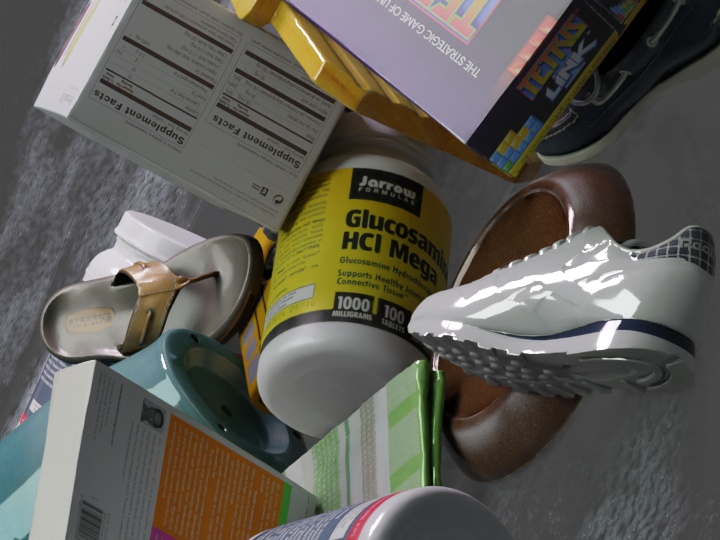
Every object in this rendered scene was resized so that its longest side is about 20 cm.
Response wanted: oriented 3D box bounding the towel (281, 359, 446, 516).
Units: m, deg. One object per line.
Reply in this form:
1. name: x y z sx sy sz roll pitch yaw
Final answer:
1. towel: 0.003 0.157 1.549 0.200 0.031 0.150 -42 43 53

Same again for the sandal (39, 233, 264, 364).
1. sandal: -0.155 0.021 1.813 0.200 0.055 0.082 -9 72 32

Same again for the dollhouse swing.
1. dollhouse swing: 0.046 -0.176 1.599 0.176 0.200 0.182 31 97 61

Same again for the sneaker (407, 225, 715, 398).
1. sneaker: 0.109 0.019 1.376 0.200 0.076 0.081 -1 68 46

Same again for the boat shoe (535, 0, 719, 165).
1. boat shoe: 0.148 -0.122 1.463 0.200 0.062 0.075 -32 36 53

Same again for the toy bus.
1. toy bus: -0.041 0.041 1.765 0.078 0.065 0.200 -58 22 22

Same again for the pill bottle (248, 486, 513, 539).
1. pill bottle: -0.013 0.192 1.406 0.200 0.119 0.120 -20 49 48

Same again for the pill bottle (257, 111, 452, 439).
1. pill bottle: 0.000 0.000 1.638 0.112 0.112 0.200 -44 30 46

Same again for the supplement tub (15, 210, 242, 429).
1. supplement tub: -0.161 0.071 1.924 0.200 0.140 0.140 -65 20 5

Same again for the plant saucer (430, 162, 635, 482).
1. plant saucer: 0.092 0.025 1.500 0.200 0.032 0.201 -50 27 36

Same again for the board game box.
1. board game box: 0.061 -0.174 1.431 0.165 0.057 0.200 -53 51 5

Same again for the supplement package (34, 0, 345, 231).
1. supplement package: -0.114 -0.115 1.690 0.111 0.155 0.200 -62 14 -2

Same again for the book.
1. book: -0.109 0.156 1.498 0.048 0.200 0.134 -16 53 33

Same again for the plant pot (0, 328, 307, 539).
1. plant pot: -0.145 0.147 1.750 0.188 0.200 0.200 -45 26 18

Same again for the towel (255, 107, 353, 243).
1. towel: -0.010 -0.120 1.812 0.166 0.085 0.200 -56 17 25
